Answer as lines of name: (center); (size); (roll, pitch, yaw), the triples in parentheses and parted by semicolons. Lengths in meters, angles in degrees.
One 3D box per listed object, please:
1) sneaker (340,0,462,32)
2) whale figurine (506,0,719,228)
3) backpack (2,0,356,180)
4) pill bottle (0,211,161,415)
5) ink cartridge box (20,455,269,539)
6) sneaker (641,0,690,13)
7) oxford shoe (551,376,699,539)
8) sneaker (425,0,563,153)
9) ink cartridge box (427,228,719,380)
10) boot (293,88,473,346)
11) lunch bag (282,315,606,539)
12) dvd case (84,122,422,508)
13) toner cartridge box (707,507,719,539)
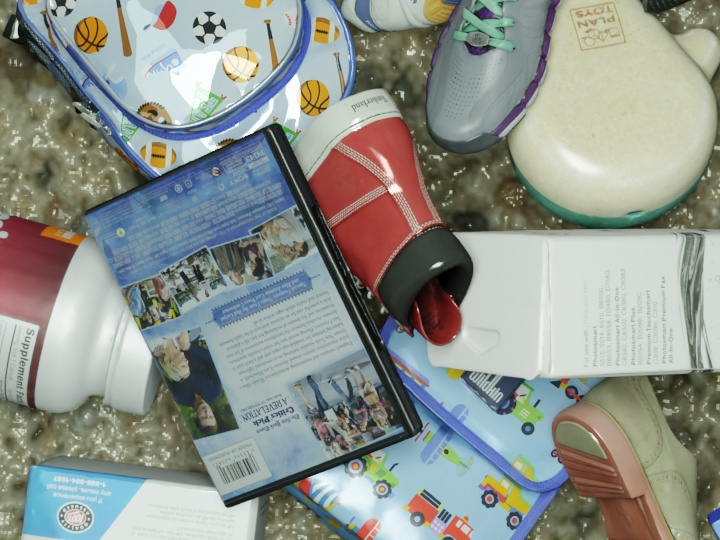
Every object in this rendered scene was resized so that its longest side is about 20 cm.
sneaker: (0.015, -0.245, 1.620); (0.088, 0.075, 0.200); (-12, 72, 36)
whale figurine: (0.144, -0.118, 1.615); (0.159, 0.104, 0.200); (-12, 67, -5)
backpack: (-0.094, -0.139, 1.593); (0.200, 0.154, 0.191); (-38, 92, 3)
pill bottle: (-0.218, 0.023, 1.623); (0.200, 0.113, 0.113); (15, 92, 2)
ink cartridge box: (-0.142, 0.225, 1.636); (0.144, 0.084, 0.200); (7, 91, 4)
sneaker: (0.253, -0.194, 1.532); (0.200, 0.080, 0.086); (-26, 67, 21)
oxford shoe: (0.191, 0.151, 1.610); (0.074, 0.071, 0.200); (-40, 117, -29)
sneaker: (0.080, -0.169, 1.547); (0.074, 0.088, 0.200); (13, 66, 28)
ink cartridge box: (0.158, 0.017, 1.543); (0.200, 0.146, 0.084); (0, 91, -27)
boot: (0.000, 0.000, 1.563); (0.072, 0.200, 0.144); (-20, 74, -26)
lunch bag: (0.062, 0.094, 1.630); (0.151, 0.094, 0.200); (38, 80, 0)
dvd case: (-0.064, 0.029, 1.537); (0.143, 0.018, 0.200); (-23, 95, 28)
toner cartridge box: (0.308, 0.217, 1.628); (0.095, 0.043, 0.200); (-32, 89, 4)
